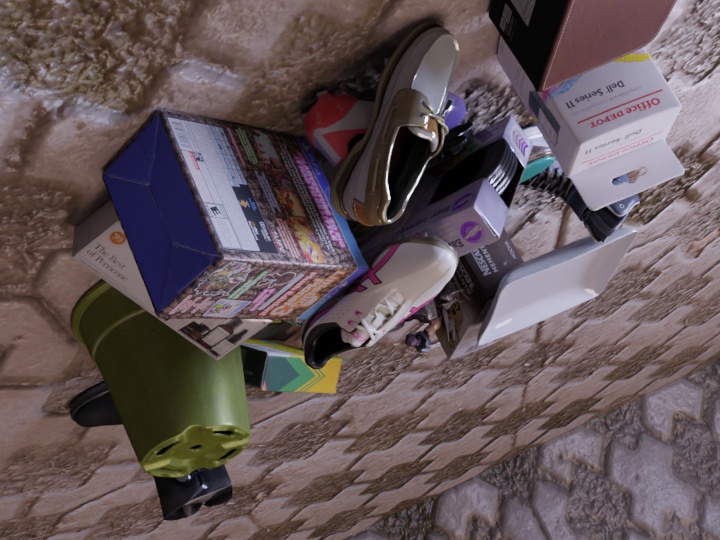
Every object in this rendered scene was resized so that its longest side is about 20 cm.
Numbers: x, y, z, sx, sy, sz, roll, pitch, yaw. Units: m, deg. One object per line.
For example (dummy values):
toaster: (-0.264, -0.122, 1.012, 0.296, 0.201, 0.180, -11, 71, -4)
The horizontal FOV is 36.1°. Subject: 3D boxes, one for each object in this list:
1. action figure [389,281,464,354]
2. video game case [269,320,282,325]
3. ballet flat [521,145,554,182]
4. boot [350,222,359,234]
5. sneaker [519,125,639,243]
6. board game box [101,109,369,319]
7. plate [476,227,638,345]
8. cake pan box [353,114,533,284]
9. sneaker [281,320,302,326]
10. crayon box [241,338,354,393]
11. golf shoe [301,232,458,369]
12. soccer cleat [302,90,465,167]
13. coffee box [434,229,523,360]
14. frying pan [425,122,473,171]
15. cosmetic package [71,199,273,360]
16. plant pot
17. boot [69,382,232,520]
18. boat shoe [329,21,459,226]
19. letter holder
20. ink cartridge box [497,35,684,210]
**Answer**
action figure: (0.046, 0.058, 1.500, 0.199, 0.131, 0.069, -17, 159, 7)
video game case: (-0.082, 0.013, 1.380, 0.199, 0.026, 0.181, -3, 148, -46)
ballet flat: (0.131, -0.111, 1.276, 0.200, 0.067, 0.068, -31, 163, 33)
boot: (0.000, 0.000, 1.260, 0.072, 0.091, 0.200, -10, -168, 10)
sneaker: (0.244, -0.100, 1.334, 0.202, 0.147, 0.077, -12, 156, -28)
board game box: (-0.114, -0.046, 1.036, 0.097, 0.160, 0.200, -39, 154, 30)
plate: (0.248, 0.016, 1.444, 0.199, 0.032, 0.200, -21, 157, -13)
cake pan box: (0.081, -0.066, 1.167, 0.200, 0.052, 0.184, -25, -154, 36)
sneaker: (-0.078, 0.037, 1.299, 0.085, 0.078, 0.200, -37, 157, 25)
crayon box: (-0.114, 0.125, 1.468, 0.127, 0.051, 0.200, 11, 180, 34)
golf shoe: (0.019, 0.036, 1.085, 0.073, 0.092, 0.200, 35, 134, -25)
soccer cleat: (0.032, -0.139, 1.101, 0.199, 0.077, 0.067, -7, 151, -39)
coffee box: (0.157, 0.027, 1.560, 0.080, 0.113, 0.200, -18, 156, -21)
frying pan: (0.089, -0.129, 1.141, 0.115, 0.031, 0.190, -31, -166, -31)
cosmetic package: (-0.183, 0.006, 1.101, 0.082, 0.051, 0.200, -36, 126, 19)
plant pot: (-0.205, 0.119, 1.228, 0.199, 0.191, 0.200, -15, 151, -9)
boot: (-0.269, 0.230, 1.419, 0.164, 0.201, 0.066, -25, 158, -2)
boat shoe: (0.047, -0.131, 1.022, 0.075, 0.068, 0.201, 26, 88, -45)
letter holder: (0.210, -0.274, 0.971, 0.142, 0.101, 0.200, -23, 158, -13)
ink cartridge box: (0.230, -0.171, 1.084, 0.117, 0.201, 0.067, -22, 158, -10)
